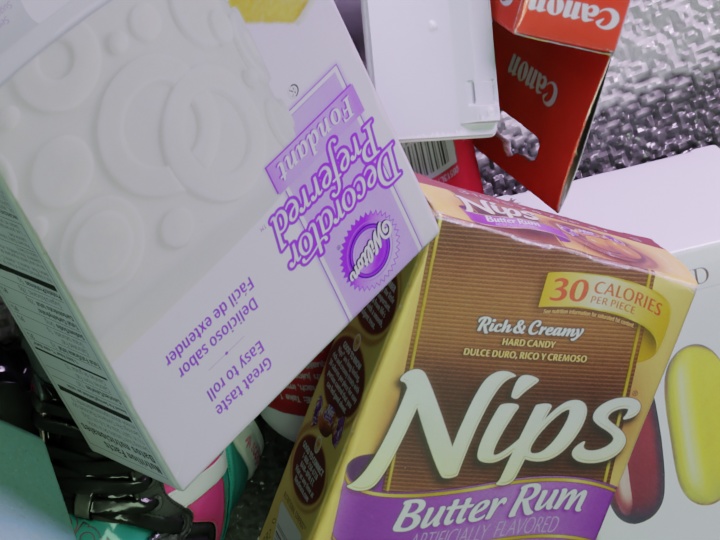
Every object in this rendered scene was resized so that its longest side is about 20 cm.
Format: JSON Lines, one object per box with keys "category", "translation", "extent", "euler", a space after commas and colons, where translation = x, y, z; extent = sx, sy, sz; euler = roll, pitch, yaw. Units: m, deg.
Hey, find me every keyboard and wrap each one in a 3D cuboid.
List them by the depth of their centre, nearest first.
{"category": "keyboard", "translation": [0.020, -0.150, 1.148], "extent": [0.056, 0.011, 0.201], "euler": [-5, 90, -26]}

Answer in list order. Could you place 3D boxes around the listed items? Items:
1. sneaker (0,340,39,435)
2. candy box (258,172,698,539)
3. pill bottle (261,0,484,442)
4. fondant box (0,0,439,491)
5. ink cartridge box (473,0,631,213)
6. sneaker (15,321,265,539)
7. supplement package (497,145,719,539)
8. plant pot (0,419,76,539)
{"category": "sneaker", "translation": [-0.213, 0.066, 1.210], "extent": [0.199, 0.075, 0.080], "euler": [7, 109, -17]}
{"category": "candy box", "translation": [0.038, 0.072, 1.168], "extent": [0.116, 0.056, 0.201], "euler": [14, 105, -22]}
{"category": "pill bottle", "translation": [0.000, 0.000, 1.222], "extent": [0.112, 0.112, 0.201], "euler": [-16, 113, -9]}
{"category": "fondant box", "translation": [-0.069, -0.047, 1.029], "extent": [0.144, 0.058, 0.200], "euler": [-45, 130, -24]}
{"category": "ink cartridge box", "translation": [0.068, -0.136, 1.191], "extent": [0.050, 0.109, 0.201], "euler": [9, 106, -26]}
{"category": "sneaker", "translation": [-0.104, 0.085, 1.181], "extent": [0.200, 0.083, 0.121], "euler": [57, 50, -61]}
{"category": "supplement package", "translation": [0.131, 0.065, 1.280], "extent": [0.113, 0.110, 0.201], "euler": [-14, 112, -10]}
{"category": "plant pot", "translation": [-0.198, 0.117, 1.012], "extent": [0.199, 0.142, 0.141], "euler": [-1, 148, -38]}
